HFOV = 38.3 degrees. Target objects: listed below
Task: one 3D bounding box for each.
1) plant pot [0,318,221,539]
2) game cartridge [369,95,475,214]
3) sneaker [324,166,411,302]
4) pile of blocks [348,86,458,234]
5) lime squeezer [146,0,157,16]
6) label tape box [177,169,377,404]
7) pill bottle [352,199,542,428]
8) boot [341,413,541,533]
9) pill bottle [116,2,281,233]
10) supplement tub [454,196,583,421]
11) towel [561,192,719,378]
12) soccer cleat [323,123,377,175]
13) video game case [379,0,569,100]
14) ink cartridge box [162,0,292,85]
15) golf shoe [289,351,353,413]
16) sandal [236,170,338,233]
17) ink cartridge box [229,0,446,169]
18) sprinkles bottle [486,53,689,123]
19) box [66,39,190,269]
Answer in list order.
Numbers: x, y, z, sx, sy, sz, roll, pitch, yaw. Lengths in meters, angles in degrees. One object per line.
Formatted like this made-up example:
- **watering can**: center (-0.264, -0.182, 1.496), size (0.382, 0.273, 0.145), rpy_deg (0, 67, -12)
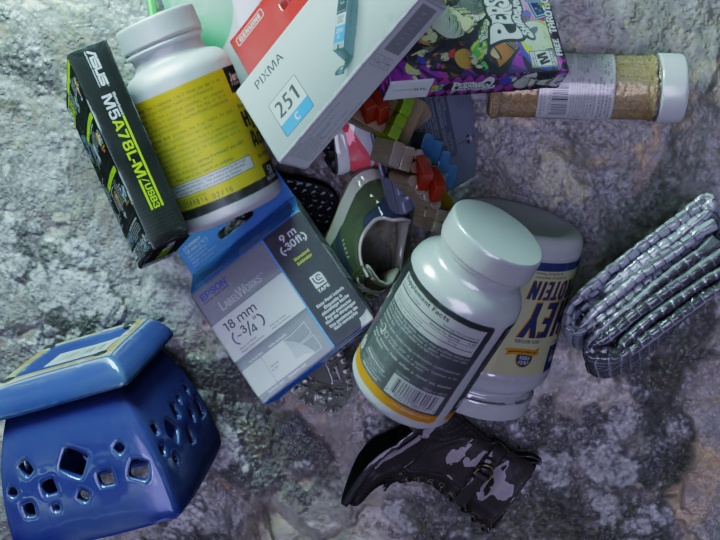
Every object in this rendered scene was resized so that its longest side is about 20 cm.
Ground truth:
- **plant pot**: center (-0.286, 0.171, 1.145), size (0.196, 0.200, 0.183), rpy_deg (-15, 101, 10)
- **game cartridge**: center (0.058, -0.174, 1.039), size (0.040, 0.132, 0.204), rpy_deg (7, 117, 48)
- **sneaker**: center (0.000, 0.000, 1.100), size (0.066, 0.090, 0.203), rpy_deg (0, 121, -34)
- **pile of blocks**: center (0.054, -0.113, 0.972), size (0.082, 0.062, 0.201), rpy_deg (-43, 115, -10)
- **lime squeezer**: center (-0.212, -0.209, 1.082), size (0.037, 0.071, 0.204), rpy_deg (-1, 109, -16)
- **label tape box**: center (-0.094, 0.012, 1.059), size (0.143, 0.063, 0.201), rpy_deg (-36, 82, 5)
- **pill bottle**: center (0.081, 0.042, 0.972), size (0.115, 0.117, 0.202), rpy_deg (27, 119, -5)
- **boot**: center (0.092, 0.246, 1.202), size (0.174, 0.069, 0.200), rpy_deg (41, 105, -8)
- **pill bottle**: center (-0.162, -0.149, 1.012), size (0.110, 0.111, 0.203), rpy_deg (-20, 102, 11)
- **supplement tub**: center (0.142, 0.039, 1.090), size (0.142, 0.145, 0.204), rpy_deg (12, 109, 1)
- **towel**: center (0.301, 0.028, 1.053), size (0.199, 0.165, 0.086), rpy_deg (-37, 72, 6)
- **soccer cleat**: center (-0.009, -0.203, 1.072), size (0.072, 0.068, 0.204), rpy_deg (-10, 107, -13)
- **video game case**: center (0.087, -0.260, 0.968), size (0.178, 0.036, 0.204), rpy_deg (-6, 72, -16)
- **ink cartridge box**: center (-0.100, -0.235, 1.031), size (0.197, 0.050, 0.164), rpy_deg (-2, 110, 35)
- **golf shoe**: center (-0.091, 0.080, 1.156), size (0.200, 0.097, 0.078), rpy_deg (44, 75, -3)
- **sandal**: center (-0.120, -0.090, 1.126), size (0.197, 0.048, 0.076), rpy_deg (20, 108, -15)
- **ink cartridge box**: center (-0.040, -0.225, 0.932), size (0.200, 0.044, 0.178), rpy_deg (-46, 60, 24)
- **sprinkles bottle**: center (0.228, -0.186, 1.049), size (0.196, 0.068, 0.070), rpy_deg (2, 109, 4)
- **box**: center (-0.235, -0.105, 1.029), size (0.047, 0.200, 0.196), rpy_deg (-22, 90, -17)
